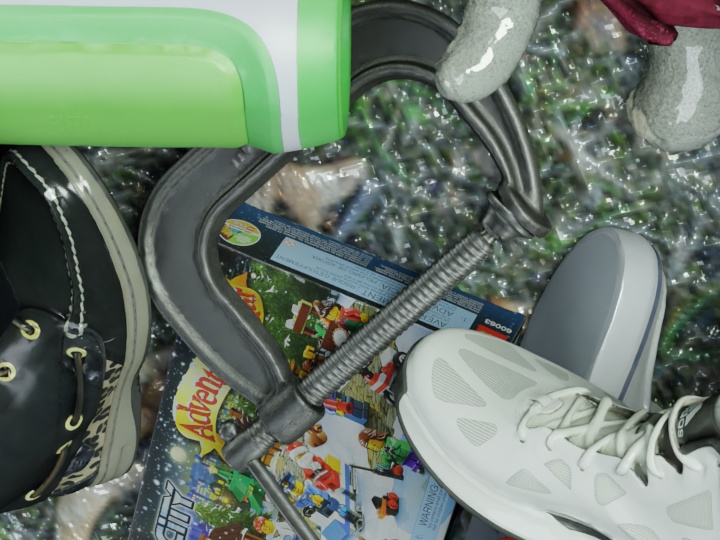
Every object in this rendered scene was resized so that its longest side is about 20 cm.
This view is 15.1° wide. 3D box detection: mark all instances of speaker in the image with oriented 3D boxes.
[{"bbox_3d":[-0.104,-0.088,1.033,0.199,0.089,0.089,1,120,3],"label":"speaker"}]

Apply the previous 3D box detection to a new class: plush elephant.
[{"bbox_3d":[0.076,-0.123,0.930,0.154,0.165,0.201,-11,103,-18],"label":"plush elephant"}]

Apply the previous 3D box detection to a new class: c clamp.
[{"bbox_3d":[0.000,0.000,1.084,0.171,0.027,0.200,45,107,8],"label":"c clamp"}]

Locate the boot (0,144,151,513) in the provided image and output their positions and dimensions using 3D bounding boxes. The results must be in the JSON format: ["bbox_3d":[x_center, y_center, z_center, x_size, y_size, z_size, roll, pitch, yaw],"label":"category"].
[{"bbox_3d":[-0.166,0.046,1.112,0.073,0.153,0.204,45,150,31],"label":"boot"}]

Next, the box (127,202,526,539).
[{"bbox_3d":[-0.021,0.082,1.167,0.136,0.038,0.201,21,124,9],"label":"box"}]

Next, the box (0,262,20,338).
[{"bbox_3d":[-0.256,0.011,1.022,0.199,0.148,0.105,16,147,26],"label":"box"}]

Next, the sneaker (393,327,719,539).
[{"bbox_3d":[0.104,0.058,0.974,0.200,0.076,0.116,34,141,19],"label":"sneaker"}]

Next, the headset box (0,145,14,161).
[{"bbox_3d":[-0.243,-0.031,1.166,0.199,0.077,0.149,24,125,6],"label":"headset box"}]

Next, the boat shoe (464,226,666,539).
[{"bbox_3d":[0.094,0.073,1.108,0.065,0.074,0.201,8,121,-19],"label":"boat shoe"}]

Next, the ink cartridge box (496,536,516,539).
[{"bbox_3d":[0.099,0.148,1.082,0.199,0.050,0.109,-20,126,-5],"label":"ink cartridge box"}]
